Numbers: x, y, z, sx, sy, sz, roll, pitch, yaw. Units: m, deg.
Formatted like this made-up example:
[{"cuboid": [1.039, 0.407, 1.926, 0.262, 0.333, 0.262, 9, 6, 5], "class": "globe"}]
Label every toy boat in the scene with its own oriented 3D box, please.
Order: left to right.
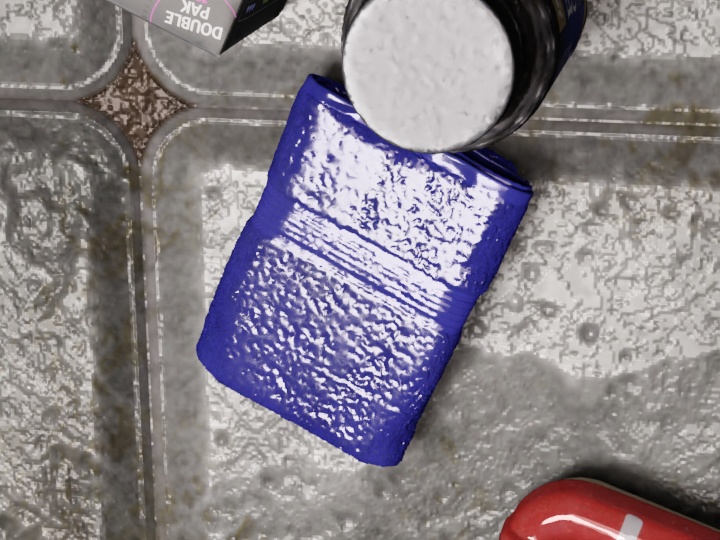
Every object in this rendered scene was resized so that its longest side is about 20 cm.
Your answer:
[{"cuboid": [0.159, 0.211, 1.178, 0.199, 0.131, 0.131, 21, 111, 14], "class": "toy boat"}]

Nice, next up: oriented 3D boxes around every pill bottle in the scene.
[{"cuboid": [0.053, -0.124, 1.067, 0.111, 0.200, 0.113, 4, 108, 11], "class": "pill bottle"}]

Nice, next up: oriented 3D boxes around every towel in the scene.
[{"cuboid": [0.000, 0.000, 1.205, 0.147, 0.050, 0.201, 29, 112, 10], "class": "towel"}]

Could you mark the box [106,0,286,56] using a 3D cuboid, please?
[{"cuboid": [-0.084, -0.242, 1.101, 0.148, 0.124, 0.201, 28, 112, 4], "class": "box"}]
